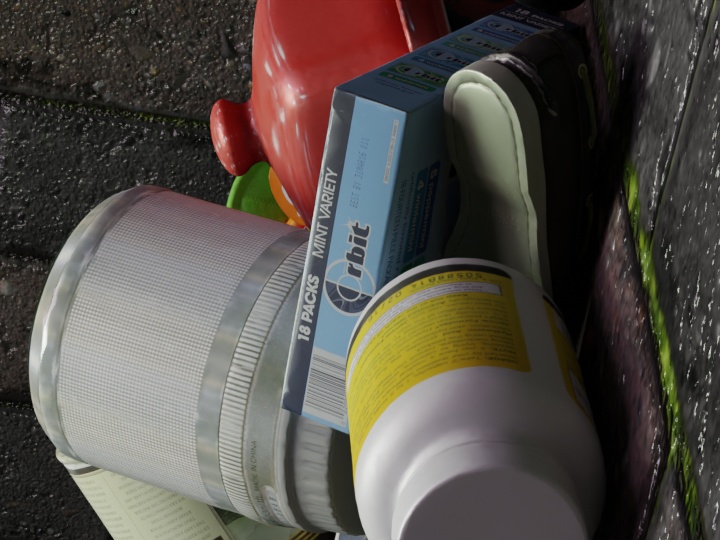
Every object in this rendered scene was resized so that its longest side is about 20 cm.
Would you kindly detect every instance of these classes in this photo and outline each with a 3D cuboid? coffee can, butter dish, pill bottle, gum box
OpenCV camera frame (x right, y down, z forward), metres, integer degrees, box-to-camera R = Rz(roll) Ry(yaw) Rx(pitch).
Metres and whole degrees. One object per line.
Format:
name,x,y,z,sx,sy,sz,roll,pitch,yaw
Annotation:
coffee can,-0.073,0.154,1.752,0.200,0.146,0.146,57,-177,-11
butter dish,-0.012,-0.092,1.613,0.200,0.147,0.200,-102,-6,-51
pill bottle,0.051,0.079,1.275,0.200,0.111,0.112,-96,15,-68
gum box,0.038,-0.030,1.443,0.200,0.044,0.170,-31,-44,-58

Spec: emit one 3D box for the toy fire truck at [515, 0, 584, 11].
toy fire truck,0.041,-0.220,1.467,0.200,0.175,0.129,-89,8,-52

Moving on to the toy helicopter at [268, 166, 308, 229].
toy helicopter,0.000,0.000,1.779,0.079,0.132,0.200,-35,-17,-30

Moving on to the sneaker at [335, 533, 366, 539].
sneaker,0.026,0.119,1.645,0.085,0.075,0.200,98,177,-50

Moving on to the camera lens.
camera lens,-0.070,0.049,1.573,0.160,0.199,0.160,-44,-37,-48

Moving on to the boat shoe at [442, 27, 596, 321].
boat shoe,0.082,-0.025,1.382,0.061,0.072,0.202,-35,-38,-31

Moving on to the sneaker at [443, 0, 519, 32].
sneaker,0.070,-0.224,1.717,0.098,0.071,0.201,116,158,-47

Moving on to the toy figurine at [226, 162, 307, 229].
toy figurine,0.023,-0.070,1.878,0.200,0.150,0.184,-56,7,-29

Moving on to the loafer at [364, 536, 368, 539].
loafer,0.037,0.171,1.461,0.076,0.067,0.200,45,125,26
